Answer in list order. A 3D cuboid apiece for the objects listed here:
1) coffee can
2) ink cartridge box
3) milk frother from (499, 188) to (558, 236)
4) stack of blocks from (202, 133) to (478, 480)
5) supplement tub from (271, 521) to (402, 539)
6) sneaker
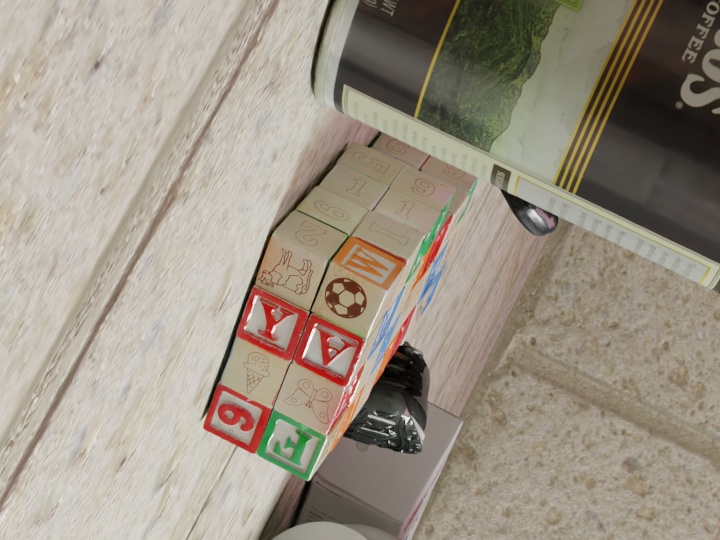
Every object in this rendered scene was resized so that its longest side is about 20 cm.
[{"bbox_3d":[0.100,-0.092,0.836,0.147,0.199,0.146,-63,173,-14],"label":"coffee can"},{"bbox_3d":[-0.004,0.209,1.627,0.146,0.083,0.200,-55,169,-50],"label":"ink cartridge box"},{"bbox_3d":[0.149,-0.143,1.357,0.188,0.180,0.200,-109,178,-48],"label":"milk frother"},{"bbox_3d":[0.000,0.000,1.003,0.200,0.058,0.115,-53,166,-59],"label":"stack of blocks"},{"bbox_3d":[0.008,0.264,1.443,0.145,0.145,0.200,-63,147,-9],"label":"supplement tub"},{"bbox_3d":[0.015,0.085,1.416,0.200,0.074,0.080,99,8,-87],"label":"sneaker"}]
